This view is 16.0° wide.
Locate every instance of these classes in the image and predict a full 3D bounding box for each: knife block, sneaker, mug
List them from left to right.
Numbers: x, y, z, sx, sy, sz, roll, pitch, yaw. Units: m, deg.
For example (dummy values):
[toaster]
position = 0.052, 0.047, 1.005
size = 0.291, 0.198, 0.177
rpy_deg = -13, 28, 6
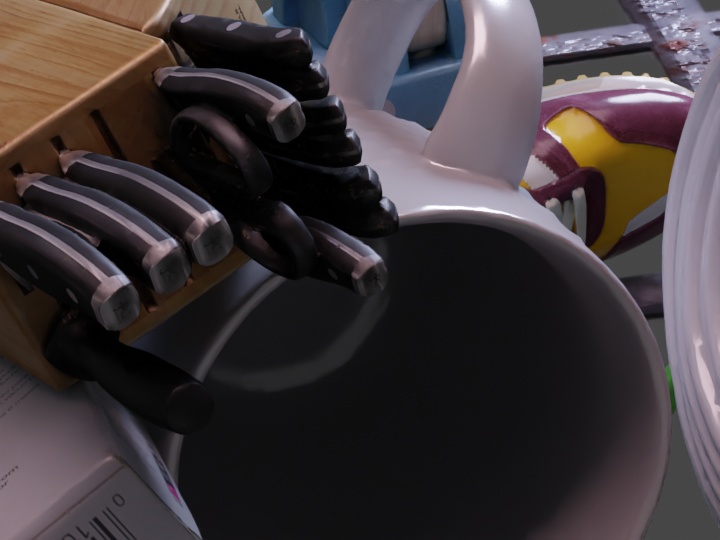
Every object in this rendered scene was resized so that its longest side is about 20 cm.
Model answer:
[knife block]
position = -0.085, -0.012, 0.647
size = 0.200, 0.064, 0.176
rpy_deg = -15, 28, 23
[mug]
position = 0.000, 0.000, 0.759
size = 0.148, 0.200, 0.175
rpy_deg = 14, 14, -23
[sneaker]
position = 0.041, -0.007, 0.908
size = 0.200, 0.075, 0.090
rpy_deg = -16, 34, 0

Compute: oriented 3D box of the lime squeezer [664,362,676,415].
[lime squeezer]
position = 0.155, -0.037, 0.859
size = 0.038, 0.071, 0.200
rpy_deg = 29, 63, -9

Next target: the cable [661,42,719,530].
[cable]
position = 0.149, 0.003, 0.701
size = 0.069, 0.200, 0.200
rpy_deg = 4, -19, -21

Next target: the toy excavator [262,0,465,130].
[toy excavator]
position = 0.013, -0.112, 0.967
size = 0.100, 0.200, 0.194
rpy_deg = -16, 26, -13

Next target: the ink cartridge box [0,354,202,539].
[ink cartridge box]
position = -0.147, 0.083, 0.691
size = 0.196, 0.043, 0.200
rpy_deg = -40, 25, 1
